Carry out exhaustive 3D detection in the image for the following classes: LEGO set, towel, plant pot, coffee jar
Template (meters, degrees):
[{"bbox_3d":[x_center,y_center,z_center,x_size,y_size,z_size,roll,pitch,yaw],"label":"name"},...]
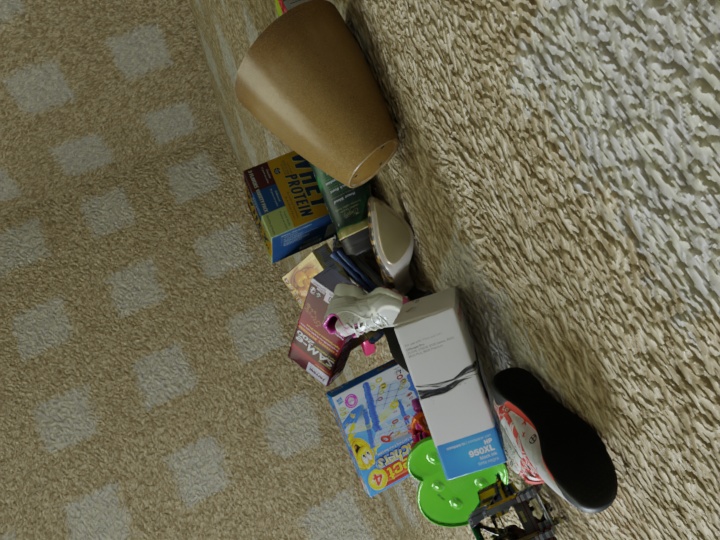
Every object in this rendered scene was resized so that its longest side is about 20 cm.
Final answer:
[{"bbox_3d":[0.235,0.363,0.828,0.153,0.114,0.204,26,-142,-62],"label":"LEGO set"},{"bbox_3d":[0.000,0.000,1.146,0.147,0.024,0.200,45,-174,-9],"label":"towel"},{"bbox_3d":[-0.040,-0.222,0.853,0.201,0.185,0.187,50,165,10],"label":"plant pot"},{"bbox_3d":[-0.019,-0.125,1.057,0.104,0.083,0.205,-18,-94,-81],"label":"coffee jar"}]

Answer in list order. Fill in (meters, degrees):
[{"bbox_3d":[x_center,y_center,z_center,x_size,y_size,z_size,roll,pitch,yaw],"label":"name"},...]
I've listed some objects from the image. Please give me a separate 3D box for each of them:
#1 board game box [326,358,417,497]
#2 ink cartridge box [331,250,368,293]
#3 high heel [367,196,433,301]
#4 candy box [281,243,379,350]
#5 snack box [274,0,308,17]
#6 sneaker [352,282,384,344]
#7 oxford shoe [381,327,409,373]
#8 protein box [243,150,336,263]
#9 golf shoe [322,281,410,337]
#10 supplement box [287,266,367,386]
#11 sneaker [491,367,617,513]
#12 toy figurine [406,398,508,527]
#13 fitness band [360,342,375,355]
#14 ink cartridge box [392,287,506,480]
[{"bbox_3d":[0.061,0.282,1.171,0.201,0.196,0.056,68,166,-4],"label":"board game box"},{"bbox_3d":[-0.011,0.006,1.316,0.094,0.037,0.200,43,178,-17],"label":"ink cartridge box"},{"bbox_3d":[0.041,-0.024,1.009,0.204,0.070,0.142,62,164,-13],"label":"high heel"},{"bbox_3d":[-0.059,0.064,1.242,0.115,0.055,0.203,-35,87,40],"label":"candy box"},{"bbox_3d":[-0.094,-0.368,1.070,0.201,0.052,0.145,90,156,-62],"label":"snack box"},{"bbox_3d":[-0.029,0.079,1.301,0.198,0.090,0.078,39,-166,14],"label":"sneaker"},{"bbox_3d":[0.084,0.123,1.159,0.071,0.071,0.201,37,-167,-45],"label":"oxford shoe"},{"bbox_3d":[-0.112,-0.134,1.220,0.138,0.194,0.200,65,168,8],"label":"protein box"},{"bbox_3d":[0.013,0.076,1.010,0.197,0.093,0.076,2,141,51],"label":"golf shoe"},{"bbox_3d":[-0.062,0.109,1.188,0.107,0.061,0.204,33,126,18],"label":"supplement box"},{"bbox_3d":[0.209,0.204,0.675,0.202,0.066,0.110,-124,15,-58],"label":"sneaker"},{"bbox_3d":[0.124,0.275,1.009,0.200,0.149,0.185,45,-170,-27],"label":"toy figurine"},{"bbox_3d":[-0.015,0.129,1.651,0.143,0.037,0.205,-161,50,-75],"label":"fitness band"},{"bbox_3d":[0.118,0.139,0.816,0.145,0.082,0.205,-42,-67,-78],"label":"ink cartridge box"}]
